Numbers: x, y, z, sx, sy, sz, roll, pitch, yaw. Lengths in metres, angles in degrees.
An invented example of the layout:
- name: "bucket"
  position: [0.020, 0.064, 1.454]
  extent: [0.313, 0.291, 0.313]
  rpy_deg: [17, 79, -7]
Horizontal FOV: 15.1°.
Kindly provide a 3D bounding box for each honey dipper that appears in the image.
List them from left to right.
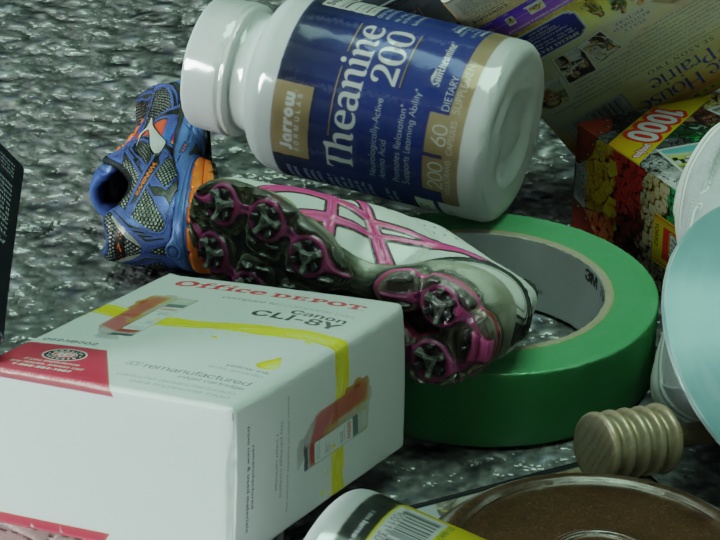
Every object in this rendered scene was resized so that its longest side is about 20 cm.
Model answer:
- name: "honey dipper"
  position: [0.202, 0.081, 1.440]
  extent: [0.200, 0.038, 0.038]
  rpy_deg: [-7, 27, -33]

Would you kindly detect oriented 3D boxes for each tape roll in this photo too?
- name: "tape roll"
  position: [0.068, 0.030, 1.542]
  extent: [0.200, 0.048, 0.200]
  rpy_deg: [1, 28, -1]

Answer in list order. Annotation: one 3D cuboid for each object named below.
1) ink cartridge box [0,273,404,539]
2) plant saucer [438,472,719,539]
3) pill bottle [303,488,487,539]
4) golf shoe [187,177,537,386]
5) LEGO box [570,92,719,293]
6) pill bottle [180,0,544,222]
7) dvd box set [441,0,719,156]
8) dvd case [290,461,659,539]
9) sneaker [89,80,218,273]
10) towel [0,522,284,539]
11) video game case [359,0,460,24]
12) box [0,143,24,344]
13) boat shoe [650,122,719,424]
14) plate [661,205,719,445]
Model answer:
- name: "ink cartridge box"
  position: [-0.081, 0.069, 1.365]
  extent: [0.145, 0.083, 0.200]
  rpy_deg: [8, 16, 23]
- name: "plant saucer"
  position: [0.114, 0.150, 1.292]
  extent: [0.200, 0.032, 0.200]
  rpy_deg: [1, 28, -1]
- name: "pill bottle"
  position: [0.064, 0.181, 1.161]
  extent: [0.200, 0.114, 0.114]
  rpy_deg: [23, 33, 16]
- name: "golf shoe"
  position: [0.000, 0.000, 1.475]
  extent: [0.200, 0.073, 0.092]
  rpy_deg: [25, 28, 21]
- name: "LEGO box"
  position: [0.252, -0.049, 1.671]
  extent: [0.200, 0.077, 0.149]
  rpy_deg: [-14, 30, -27]
- name: "pill bottle"
  position: [-0.001, -0.103, 1.617]
  extent: [0.200, 0.111, 0.111]
  rpy_deg: [14, 30, 19]
- name: "dvd box set"
  position: [0.152, -0.156, 1.657]
  extent: [0.146, 0.200, 0.029]
  rpy_deg: [-29, 52, 15]
- name: "dvd case"
  position: [0.083, 0.149, 1.343]
  extent: [0.200, 0.018, 0.143]
  rpy_deg: [-13, 31, -25]
- name: "sneaker"
  position: [-0.130, -0.062, 1.685]
  extent: [0.078, 0.075, 0.200]
  rpy_deg: [-5, 26, -5]
- name: "towel"
  position: [-0.131, 0.165, 1.286]
  extent: [0.191, 0.032, 0.200]
  rpy_deg: [0, 26, -2]
- name: "video game case"
  position: [0.092, -0.150, 1.703]
  extent: [0.200, 0.143, 0.019]
  rpy_deg: [-27, 44, 13]
- name: "box"
  position: [-0.284, 0.012, 1.380]
  extent: [0.200, 0.123, 0.198]
  rpy_deg: [-38, 23, 15]
- name: "boat shoe"
  position: [0.205, -0.009, 1.504]
  extent: [0.072, 0.069, 0.200]
  rpy_deg: [24, 60, -3]
- name: "plate"
  position: [0.252, 0.040, 1.437]
  extent: [0.200, 0.026, 0.200]
  rpy_deg: [13, 54, -18]
